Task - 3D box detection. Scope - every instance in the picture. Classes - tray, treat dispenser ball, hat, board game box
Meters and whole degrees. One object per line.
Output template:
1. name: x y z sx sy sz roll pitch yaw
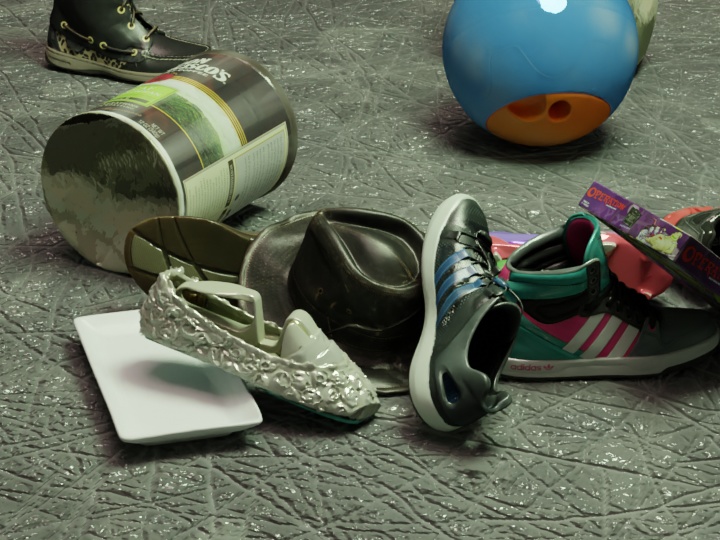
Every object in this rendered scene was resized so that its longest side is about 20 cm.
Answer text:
1. tray: -0.149 0.081 1.378 0.107 0.022 0.200 -5 26 -17
2. treat dispenser ball: 0.184 -0.227 1.855 0.200 0.202 0.201 2 25 -1
3. hat: 0.000 0.000 1.423 0.200 0.081 0.201 2 49 -3
4. board game box: 0.271 0.002 1.439 0.200 0.032 0.120 32 -1 -40

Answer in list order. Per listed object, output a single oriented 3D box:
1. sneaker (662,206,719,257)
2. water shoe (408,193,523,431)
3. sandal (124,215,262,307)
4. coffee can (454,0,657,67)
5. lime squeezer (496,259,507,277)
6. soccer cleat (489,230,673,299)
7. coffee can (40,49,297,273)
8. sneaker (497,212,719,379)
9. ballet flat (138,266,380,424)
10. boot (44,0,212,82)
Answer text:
1. sneaker: 0.361 -0.026 1.570 0.200 0.071 0.098 -5 5 -12
2. water shoe: 0.091 0.028 1.365 0.079 0.071 0.201 -15 53 35
3. sandal: -0.099 -0.007 1.513 0.199 0.082 0.055 -2 5 -15
4. coffee can: 0.227 -0.313 2.088 0.199 0.147 0.146 14 27 23
5. lime squeezer: 0.146 0.021 1.485 0.199 0.038 0.071 -5 52 -16
6. soccer cleat: 0.166 -0.008 1.551 0.199 0.067 0.077 -1 20 -1
7. coffee can: -0.167 -0.100 1.619 0.146 0.147 0.200 14 28 24
8. sneaker: 0.192 0.015 1.429 0.199 0.121 0.084 -4 25 -13
9. ballet flat: -0.075 0.052 1.352 0.199 0.072 0.072 21 29 11
10. boot: -0.260 -0.294 2.020 0.199 0.151 0.073 9 26 15
